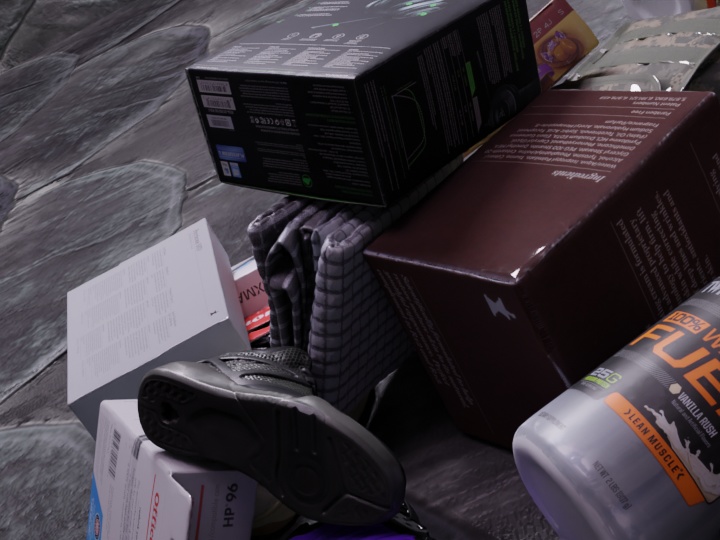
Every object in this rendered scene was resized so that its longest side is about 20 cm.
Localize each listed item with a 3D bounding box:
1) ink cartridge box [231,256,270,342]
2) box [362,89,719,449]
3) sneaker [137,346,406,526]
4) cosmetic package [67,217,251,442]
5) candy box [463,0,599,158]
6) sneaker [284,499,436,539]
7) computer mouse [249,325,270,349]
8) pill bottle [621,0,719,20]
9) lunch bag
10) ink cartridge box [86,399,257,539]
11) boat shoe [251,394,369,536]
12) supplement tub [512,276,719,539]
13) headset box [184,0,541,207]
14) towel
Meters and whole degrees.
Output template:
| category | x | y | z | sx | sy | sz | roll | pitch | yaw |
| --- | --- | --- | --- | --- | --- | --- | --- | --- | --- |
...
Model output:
| category | x | y | z | sx | sy | sz | roll | pitch | yaw |
| --- | --- | --- | --- | --- | --- | --- | --- | --- | --- |
| ink cartridge box | -0.085 | 0.016 | 1.200 | 0.198 | 0.045 | 0.176 | -27 | 10 | 7 |
| box | 0.146 | 0.001 | 0.873 | 0.200 | 0.167 | 0.164 | -41 | 28 | -23 |
| sneaker | -0.038 | 0.098 | 0.847 | 0.198 | 0.077 | 0.114 | 14 | 19 | 34 |
| cosmetic package | -0.179 | 0.046 | 1.142 | 0.150 | 0.052 | 0.200 | -30 | 29 | 3 |
| candy box | 0.105 | -0.144 | 1.115 | 0.117 | 0.057 | 0.200 | -42 | 2 | -24 |
| sneaker | 0.020 | 0.176 | 0.804 | 0.198 | 0.070 | 0.100 | -11 | 29 | 35 |
| computer mouse | -0.119 | 0.110 | 1.105 | 0.199 | 0.046 | 0.140 | -35 | 16 | -33 |
| pill bottle | 0.358 | -0.324 | 1.304 | 0.199 | 0.112 | 0.111 | -39 | 26 | -18 |
| lunch bag | 0.231 | -0.117 | 1.056 | 0.200 | 0.118 | 0.164 | -43 | 21 | -20 |
| ink cartridge box | -0.127 | 0.173 | 0.903 | 0.067 | 0.118 | 0.200 | 2 | 11 | -27 |
| boat shoe | -0.051 | 0.110 | 1.007 | 0.072 | 0.065 | 0.201 | -11 | 31 | 35 |
| supplement tub | 0.193 | 0.083 | 0.722 | 0.199 | 0.123 | 0.122 | -35 | 25 | -10 |
| headset box | 0.009 | -0.138 | 0.944 | 0.173 | 0.094 | 0.199 | 11 | 36 | 42 |
| towel | 0.000 | 0.000 | 0.972 | 0.085 | 0.167 | 0.200 | 21 | 39 | 26 |
